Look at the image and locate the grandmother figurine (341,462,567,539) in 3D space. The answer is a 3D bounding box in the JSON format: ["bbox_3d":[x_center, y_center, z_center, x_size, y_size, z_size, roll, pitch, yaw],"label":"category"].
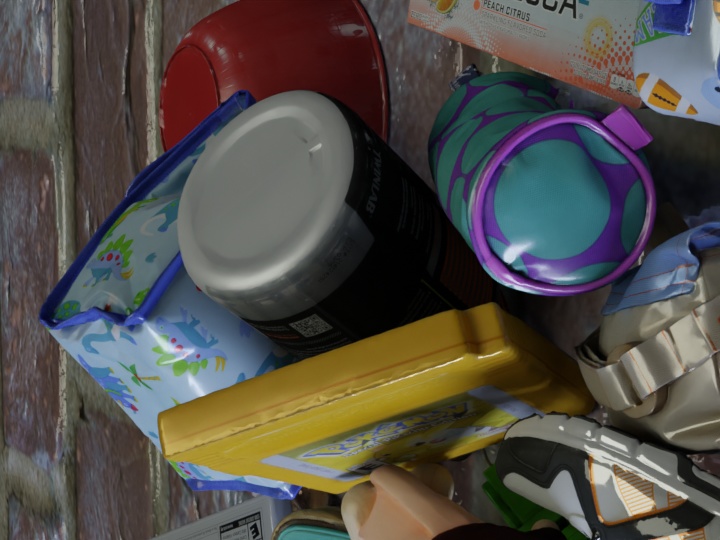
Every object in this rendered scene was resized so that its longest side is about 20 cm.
[{"bbox_3d":[0.051,0.142,0.633,0.200,0.120,0.061,7,118,68],"label":"grandmother figurine"}]

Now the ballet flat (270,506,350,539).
[{"bbox_3d":[0.042,0.182,0.787,0.197,0.063,0.070,14,97,18],"label":"ballet flat"}]

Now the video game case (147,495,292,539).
[{"bbox_3d":[-0.104,0.270,0.911,0.199,0.022,0.185,-29,61,45],"label":"video game case"}]

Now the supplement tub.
[{"bbox_3d":[0.000,0.000,0.716,0.121,0.200,0.124,-18,54,26],"label":"supplement tub"}]

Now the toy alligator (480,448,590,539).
[{"bbox_3d":[0.104,0.149,0.729,0.200,0.059,0.054,49,172,42],"label":"toy alligator"}]

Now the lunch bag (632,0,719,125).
[{"bbox_3d":[0.179,-0.143,0.485,0.075,0.158,0.203,22,111,53],"label":"lunch bag"}]

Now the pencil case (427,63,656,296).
[{"bbox_3d":[0.083,-0.051,0.630,0.092,0.085,0.200,-45,12,9],"label":"pencil case"}]

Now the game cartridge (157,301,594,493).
[{"bbox_3d":[0.018,0.073,0.660,0.174,0.200,0.033,-20,71,17],"label":"game cartridge"}]

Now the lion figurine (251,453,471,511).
[{"bbox_3d":[-0.004,0.127,0.886,0.200,0.072,0.124,-42,51,34],"label":"lion figurine"}]

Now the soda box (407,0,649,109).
[{"bbox_3d":[0.108,-0.142,0.678,0.199,0.063,0.069,34,120,49],"label":"soda box"}]

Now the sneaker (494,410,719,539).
[{"bbox_3d":[0.132,0.119,0.532,0.199,0.073,0.081,17,80,43],"label":"sneaker"}]

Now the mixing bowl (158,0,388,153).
[{"bbox_3d":[-0.078,-0.114,0.923,0.199,0.107,0.203,7,98,55],"label":"mixing bowl"}]

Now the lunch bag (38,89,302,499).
[{"bbox_3d":[-0.078,0.013,0.809,0.126,0.201,0.171,-1,136,42],"label":"lunch bag"}]

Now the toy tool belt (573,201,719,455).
[{"bbox_3d":[0.160,0.014,0.547,0.200,0.123,0.125,116,151,-79],"label":"toy tool belt"}]
